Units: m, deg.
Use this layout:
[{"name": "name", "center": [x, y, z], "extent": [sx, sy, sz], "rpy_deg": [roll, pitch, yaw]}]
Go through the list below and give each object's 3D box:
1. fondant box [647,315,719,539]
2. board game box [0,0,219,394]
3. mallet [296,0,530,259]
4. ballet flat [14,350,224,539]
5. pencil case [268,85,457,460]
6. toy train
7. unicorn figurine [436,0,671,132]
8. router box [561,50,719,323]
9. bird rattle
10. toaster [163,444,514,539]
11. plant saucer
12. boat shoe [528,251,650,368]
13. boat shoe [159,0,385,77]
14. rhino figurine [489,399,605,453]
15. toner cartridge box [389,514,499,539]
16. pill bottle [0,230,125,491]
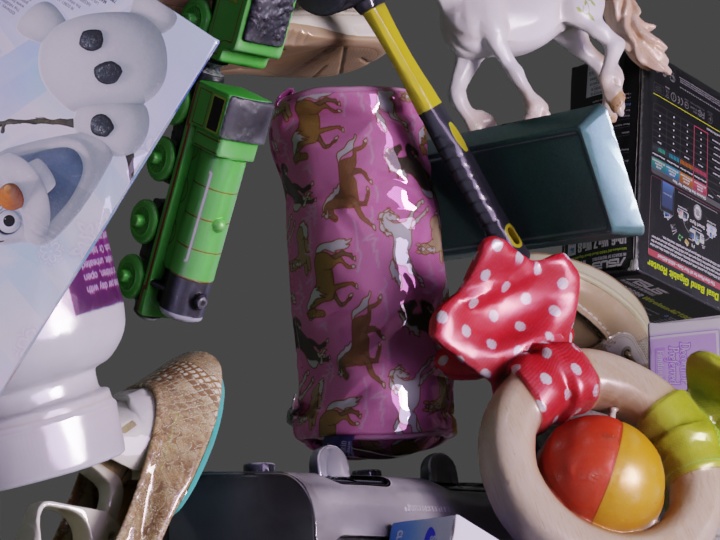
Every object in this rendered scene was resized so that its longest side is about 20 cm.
[{"name": "fondant box", "center": [0.210, 0.140, 1.287], "extent": [0.200, 0.058, 0.145], "rpy_deg": [67, 22, -52]}, {"name": "board game box", "center": [-0.193, -0.061, 0.882], "extent": [0.199, 0.043, 0.200], "rpy_deg": [33, 82, -9]}, {"name": "mallet", "center": [0.027, -0.087, 1.132], "extent": [0.066, 0.041, 0.201], "rpy_deg": [-23, 87, -51]}, {"name": "ballet flat", "center": [-0.120, 0.110, 1.023], "extent": [0.065, 0.070, 0.201], "rpy_deg": [39, 52, -31]}, {"name": "pencil case", "center": [0.000, 0.000, 1.171], "extent": [0.086, 0.083, 0.201], "rpy_deg": [1, 80, -32]}, {"name": "toy train", "center": [-0.072, -0.066, 1.070], "extent": [0.042, 0.056, 0.201], "rpy_deg": [5, 105, -41]}, {"name": "unicorn figurine", "center": [0.092, -0.146, 1.318], "extent": [0.199, 0.074, 0.138], "rpy_deg": [-11, 79, -46]}, {"name": "router box", "center": [0.214, -0.038, 1.437], "extent": [0.199, 0.062, 0.151], "rpy_deg": [23, 63, -43]}, {"name": "bird rattle", "center": [0.120, 0.079, 1.095], "extent": [0.199, 0.113, 0.164], "rpy_deg": [30, 47, -13]}, {"name": "toaster", "center": [-0.006, 0.191, 1.094], "extent": [0.180, 0.118, 0.201], "rpy_deg": [10, 74, -46]}, {"name": "plant saucer", "center": [0.069, -0.041, 1.176], "extent": [0.019, 0.200, 0.070], "rpy_deg": [-24, 100, -34]}, {"name": "boat shoe", "center": [0.141, 0.058, 1.329], "extent": [0.200, 0.072, 0.065], "rpy_deg": [43, 50, -40]}, {"name": "boat shoe", "center": [-0.065, -0.142, 1.147], "extent": [0.199, 0.072, 0.065], "rpy_deg": [1, 67, -44]}, {"name": "rhino figurine", "center": [0.130, 0.164, 1.264], "extent": [0.060, 0.087, 0.201], "rpy_deg": [-1, 81, -48]}, {"name": "toner cartridge box", "center": [0.085, 0.201, 1.070], "extent": [0.200, 0.043, 0.096], "rpy_deg": [35, 56, -38]}, {"name": "pill bottle", "center": [-0.166, -0.007, 0.964], "extent": [0.112, 0.112, 0.201], "rpy_deg": [-17, 93, -49]}]
